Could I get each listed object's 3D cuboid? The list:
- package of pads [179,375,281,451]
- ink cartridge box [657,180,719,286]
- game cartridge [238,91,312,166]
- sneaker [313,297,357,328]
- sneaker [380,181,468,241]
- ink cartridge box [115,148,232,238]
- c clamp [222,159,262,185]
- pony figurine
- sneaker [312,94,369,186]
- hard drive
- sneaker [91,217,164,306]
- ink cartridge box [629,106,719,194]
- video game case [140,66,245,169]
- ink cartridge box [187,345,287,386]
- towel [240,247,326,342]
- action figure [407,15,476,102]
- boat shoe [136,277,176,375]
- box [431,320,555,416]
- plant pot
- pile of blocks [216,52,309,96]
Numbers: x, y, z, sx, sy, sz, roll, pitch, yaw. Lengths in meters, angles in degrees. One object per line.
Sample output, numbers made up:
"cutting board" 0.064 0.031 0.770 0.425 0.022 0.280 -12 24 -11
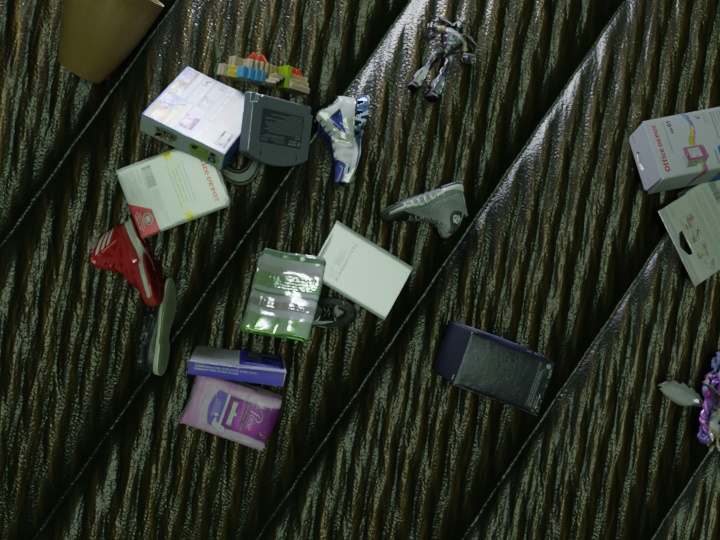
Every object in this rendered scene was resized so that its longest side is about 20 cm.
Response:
"package of pads" -0.274 0.294 1.628 0.197 0.076 0.123 21 92 -9
"ink cartridge box" 0.792 -0.093 1.784 0.174 0.045 0.203 -29 96 -7
"game cartridge" -0.173 -0.283 1.573 0.040 0.199 0.136 7 95 33
"sneaker" -0.101 0.089 1.637 0.196 0.090 0.068 9 92 -9
"sneaker" 0.149 -0.111 1.676 0.197 0.075 0.118 -20 97 -8
"ink cartridge box" -0.378 -0.170 1.580 0.196 0.083 0.148 -20 98 -2
"c clamp" -0.269 -0.277 1.634 0.197 0.027 0.174 23 94 -10
"pony figurine" 0.812 0.288 1.763 0.194 0.166 0.200 48 70 -15
"sneaker" -0.052 -0.286 1.642 0.113 0.081 0.204 11 84 -5
"hard drive" 0.000 0.000 1.681 0.198 0.027 0.133 31 88 -8
"sneaker" -0.480 0.001 1.576 0.114 0.078 0.203 -25 65 5
"ink cartridge box" 0.729 -0.270 1.730 0.196 0.085 0.147 -12 75 -6
"video game case" -0.315 -0.309 1.540 0.179 0.046 0.202 26 45 -1
"ink cartridge box" -0.250 0.197 1.564 0.194 0.200 0.044 8 91 -8
"towel" -0.157 0.047 1.589 0.146 0.031 0.203 7 55 5
"action figure" 0.183 -0.468 1.669 0.129 0.069 0.202 29 85 -3
"boat shoe" -0.430 0.114 1.600 0.065 0.074 0.204 3 84 10
"box" 0.279 0.203 1.642 0.195 0.200 0.126 19 90 -9
"plant pot" -0.516 -0.484 1.524 0.184 0.187 0.202 28 103 -8
"pile of blocks" -0.199 -0.421 1.606 0.196 0.082 0.064 11 91 -8
